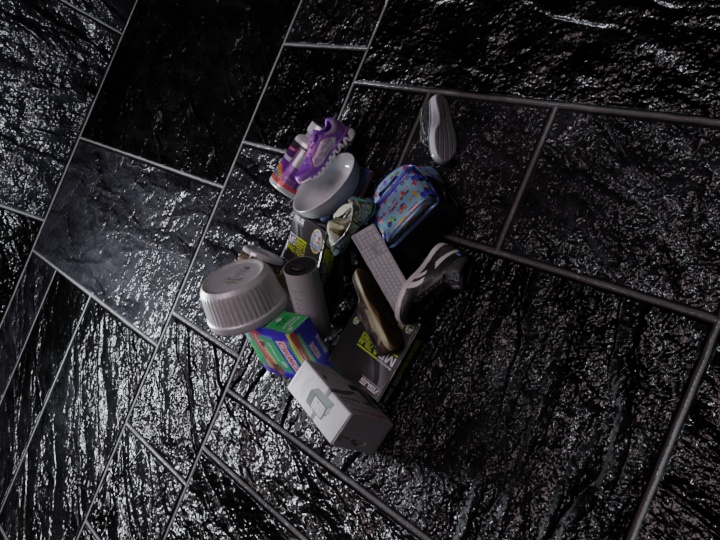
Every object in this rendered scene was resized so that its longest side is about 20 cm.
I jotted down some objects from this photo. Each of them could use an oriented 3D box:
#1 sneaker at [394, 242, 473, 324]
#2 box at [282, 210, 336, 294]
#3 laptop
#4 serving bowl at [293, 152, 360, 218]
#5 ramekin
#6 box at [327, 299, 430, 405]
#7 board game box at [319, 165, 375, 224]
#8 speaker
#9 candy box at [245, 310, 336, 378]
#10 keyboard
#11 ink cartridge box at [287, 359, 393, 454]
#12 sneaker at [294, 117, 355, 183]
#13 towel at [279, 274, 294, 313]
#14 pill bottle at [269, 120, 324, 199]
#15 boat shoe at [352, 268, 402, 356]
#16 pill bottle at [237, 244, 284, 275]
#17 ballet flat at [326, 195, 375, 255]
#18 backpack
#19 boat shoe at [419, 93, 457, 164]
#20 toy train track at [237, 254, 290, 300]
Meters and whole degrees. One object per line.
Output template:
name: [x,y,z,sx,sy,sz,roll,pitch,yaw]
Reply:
sneaker: [0.160,0.037,1.520,0.112,0.073,0.200,23,76,45]
box: [-0.126,-0.048,1.828,0.200,0.044,0.160,36,117,54]
laptop: [0.000,0.000,1.728,0.200,0.116,0.187,-15,43,9]
serving bowl: [-0.075,-0.201,1.829,0.200,0.066,0.200,-31,33,23]
ramekin: [-0.285,0.056,1.728,0.200,0.105,0.200,-16,27,8]
box: [0.038,0.168,1.626,0.200,0.047,0.193,34,94,47]
board game box: [-0.040,-0.175,1.865,0.103,0.019,0.200,31,96,48]
speaker: [-0.123,0.068,1.715,0.081,0.200,0.081,-8,34,6]
candy box: [-0.174,0.177,1.732,0.200,0.169,0.077,7,42,44]
keyboard: [0.054,-0.001,1.573,0.056,0.011,0.200,-29,93,5]
ink cartridge box: [-0.044,0.296,1.582,0.084,0.146,0.200,-57,45,9]
sneaker: [-0.107,-0.310,1.853,0.200,0.088,0.080,-50,31,-7]
towel: [-0.189,0.104,1.884,0.200,0.034,0.133,34,99,46]
pill bottle: [-0.148,-0.294,1.953,0.200,0.111,0.111,-56,44,11]
boat shoe: [0.021,0.091,1.574,0.065,0.073,0.200,-37,63,29]
pill bottle: [-0.285,0.045,1.894,0.114,0.114,0.200,29,100,47]
ballet flat: [-0.038,-0.105,1.648,0.200,0.074,0.074,-51,42,45]
backpack: [0.107,-0.154,1.631,0.183,0.134,0.200,-43,47,24]
boat shoe: [0.175,-0.316,1.688,0.071,0.072,0.200,-33,42,42]
toy train track: [-0.212,0.009,1.804,0.200,0.115,0.033,28,53,10]
